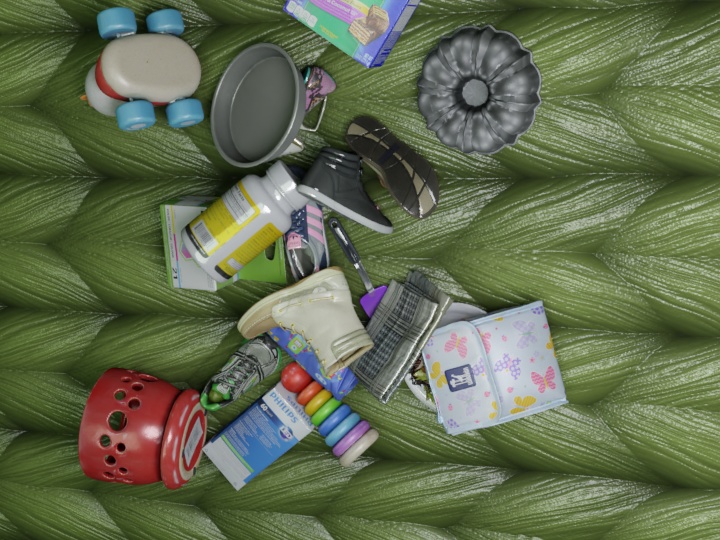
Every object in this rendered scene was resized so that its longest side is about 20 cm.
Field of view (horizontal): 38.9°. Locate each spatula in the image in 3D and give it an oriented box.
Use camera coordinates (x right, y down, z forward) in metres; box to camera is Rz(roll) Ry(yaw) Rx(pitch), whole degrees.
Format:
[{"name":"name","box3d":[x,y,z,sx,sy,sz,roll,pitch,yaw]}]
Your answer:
[{"name":"spatula","box3d":[0.000,0.000,1.707,0.056,0.021,0.201,-30,92,10]}]

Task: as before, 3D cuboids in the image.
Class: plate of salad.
[{"name":"plate of salad","box3d":[0.158,0.153,1.687,0.198,0.048,0.202,5,107,16]}]

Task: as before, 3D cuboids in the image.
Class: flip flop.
[{"name":"flip flop","box3d":[0.052,-0.163,1.629,0.081,0.058,0.200,-42,74,-9]}]

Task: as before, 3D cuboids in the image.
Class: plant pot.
[{"name":"plant pot","box3d":[-0.379,0.284,1.811,0.180,0.200,0.203,7,107,11]}]

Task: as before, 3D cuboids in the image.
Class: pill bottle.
[{"name":"pill bottle","box3d":[-0.180,-0.082,1.626,0.199,0.111,0.112,-38,92,6]}]

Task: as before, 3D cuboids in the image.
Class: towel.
[{"name":"towel","box3d":[0.055,0.096,1.608,0.034,0.192,0.201,32,91,-20]}]

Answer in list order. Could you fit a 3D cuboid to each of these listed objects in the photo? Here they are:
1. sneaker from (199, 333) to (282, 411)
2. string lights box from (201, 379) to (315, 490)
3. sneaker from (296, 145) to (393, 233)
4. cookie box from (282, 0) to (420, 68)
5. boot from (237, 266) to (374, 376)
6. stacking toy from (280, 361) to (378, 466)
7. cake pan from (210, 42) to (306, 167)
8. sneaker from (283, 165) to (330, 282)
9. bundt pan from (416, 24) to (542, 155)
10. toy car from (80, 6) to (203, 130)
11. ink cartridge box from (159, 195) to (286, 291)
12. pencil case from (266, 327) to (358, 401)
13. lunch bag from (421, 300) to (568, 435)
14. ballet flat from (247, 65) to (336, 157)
[{"name":"sneaker","box3d":[-0.207,0.184,1.774,0.078,0.085,0.200,42,123,-1]},{"name":"string lights box","box3d":[-0.178,0.293,1.824,0.200,0.059,0.103,-40,91,23]},{"name":"sneaker","box3d":[-0.004,-0.130,1.615,0.070,0.199,0.100,21,86,51]},{"name":"cookie box","box3d":[0.006,-0.441,1.556,0.170,0.075,0.201,35,111,6]},{"name":"boot","box3d":[-0.090,0.103,1.643,0.199,0.072,0.156,-27,73,7]},{"name":"stacking toy","box3d":[-0.061,0.239,1.770,0.085,0.085,0.200,-44,82,23]},{"name":"cake pan","box3d":[-0.161,-0.261,1.632,0.199,0.037,0.203,-8,77,39]},{"name":"sneaker","box3d":[-0.099,-0.072,1.686,0.069,0.082,0.202,-12,101,20]},{"name":"bundt pan","box3d":[0.173,-0.270,1.552,0.200,0.076,0.204,5,106,17]},{"name":"toy car","box3d":[-0.381,-0.313,1.694,0.199,0.176,0.186,-15,87,49]},{"name":"ink cartridge box","box3d":[-0.232,-0.045,1.720,0.198,0.076,0.149,4,107,29]},{"name":"pencil case","box3d":[-0.076,0.130,1.737,0.200,0.078,0.087,43,123,2]},{"name":"lunch bag","box3d":[0.202,0.153,1.585,0.198,0.127,0.171,-13,86,-5]},{"name":"ballet flat","box3d":[-0.107,-0.239,1.659,0.071,0.069,0.200,31,114,-20]}]
